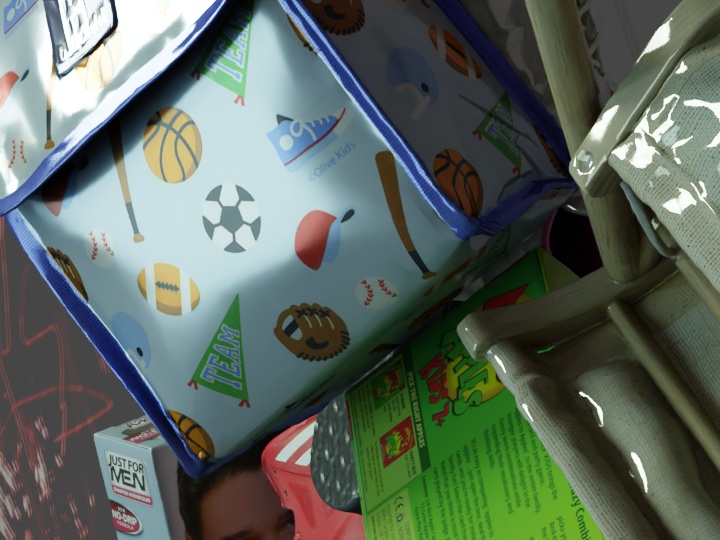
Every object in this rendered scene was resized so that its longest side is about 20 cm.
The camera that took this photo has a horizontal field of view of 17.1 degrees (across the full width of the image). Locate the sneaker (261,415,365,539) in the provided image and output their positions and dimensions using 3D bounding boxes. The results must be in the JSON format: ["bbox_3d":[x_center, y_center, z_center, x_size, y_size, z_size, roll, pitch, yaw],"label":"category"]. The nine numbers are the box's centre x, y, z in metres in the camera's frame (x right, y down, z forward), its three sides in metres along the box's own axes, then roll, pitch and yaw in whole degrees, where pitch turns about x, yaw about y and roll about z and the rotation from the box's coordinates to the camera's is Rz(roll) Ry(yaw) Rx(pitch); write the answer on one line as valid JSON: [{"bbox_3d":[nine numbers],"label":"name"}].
[{"bbox_3d":[-0.002,0.147,1.113,0.115,0.078,0.201,36,111,47],"label":"sneaker"}]

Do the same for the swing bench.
[{"bbox_3d":[0.133,0.008,0.719,0.200,0.129,0.199,92,153,-48],"label":"swing bench"}]

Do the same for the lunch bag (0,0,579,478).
[{"bbox_3d":[-0.048,-0.055,0.880,0.170,0.124,0.200,-40,82,31],"label":"lunch bag"}]

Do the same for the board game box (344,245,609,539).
[{"bbox_3d":[0.055,0.095,0.841,0.102,0.048,0.200,-38,35,23],"label":"board game box"}]

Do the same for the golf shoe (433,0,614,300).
[{"bbox_3d":[0.071,-0.073,0.912,0.091,0.075,0.201,22,124,33],"label":"golf shoe"}]

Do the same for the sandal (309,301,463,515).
[{"bbox_3d":[0.028,0.009,1.037,0.075,0.048,0.201,39,115,58],"label":"sandal"}]

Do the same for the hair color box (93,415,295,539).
[{"bbox_3d":[-0.054,0.161,1.171,0.061,0.099,0.201,8,114,56],"label":"hair color box"}]
